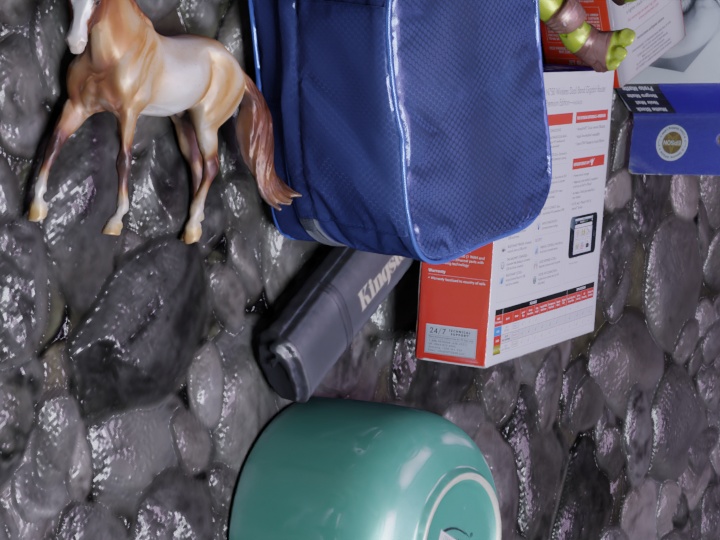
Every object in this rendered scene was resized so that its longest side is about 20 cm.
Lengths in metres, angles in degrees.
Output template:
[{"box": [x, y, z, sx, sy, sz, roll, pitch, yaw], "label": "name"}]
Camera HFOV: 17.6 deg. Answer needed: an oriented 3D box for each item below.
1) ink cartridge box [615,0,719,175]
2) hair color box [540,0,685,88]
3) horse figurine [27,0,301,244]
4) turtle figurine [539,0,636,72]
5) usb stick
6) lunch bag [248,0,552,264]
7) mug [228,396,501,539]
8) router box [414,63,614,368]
[{"box": [0.273, -0.167, 1.618, 0.041, 0.199, 0.201, 18, 77, -51], "label": "ink cartridge box"}, {"box": [0.160, -0.235, 1.569, 0.101, 0.061, 0.201, -37, 124, -46], "label": "hair color box"}, {"box": [-0.104, -0.082, 1.221, 0.200, 0.050, 0.133, 8, 92, -54], "label": "horse figurine"}, {"box": [0.099, -0.185, 1.465, 0.161, 0.064, 0.201, 27, 52, -21], "label": "turtle figurine"}, {"box": [0.000, 0.000, 1.393, 0.200, 0.032, 0.056, -52, 132, -39], "label": "usb stick"}, {"box": [0.014, -0.111, 1.314, 0.136, 0.132, 0.201, -19, 109, -45], "label": "lunch bag"}, {"box": [0.022, 0.149, 1.371, 0.185, 0.114, 0.153, -35, 121, -47], "label": "mug"}, {"box": [0.102, -0.040, 1.483, 0.200, 0.049, 0.181, -10, 106, -64], "label": "router box"}]
